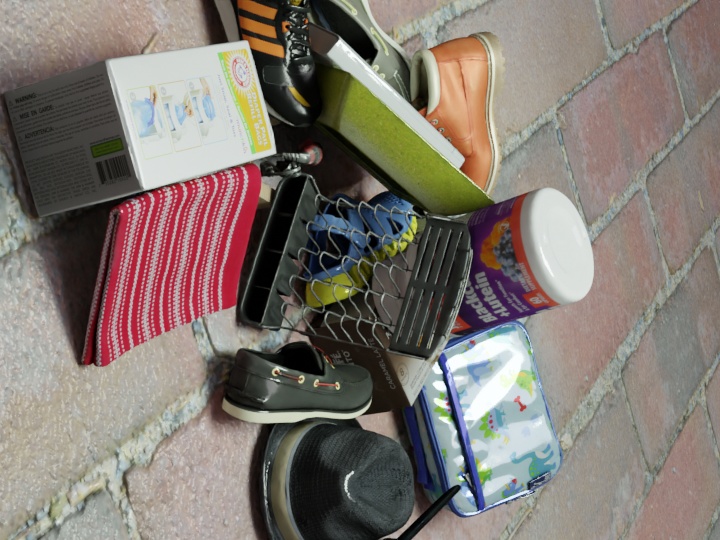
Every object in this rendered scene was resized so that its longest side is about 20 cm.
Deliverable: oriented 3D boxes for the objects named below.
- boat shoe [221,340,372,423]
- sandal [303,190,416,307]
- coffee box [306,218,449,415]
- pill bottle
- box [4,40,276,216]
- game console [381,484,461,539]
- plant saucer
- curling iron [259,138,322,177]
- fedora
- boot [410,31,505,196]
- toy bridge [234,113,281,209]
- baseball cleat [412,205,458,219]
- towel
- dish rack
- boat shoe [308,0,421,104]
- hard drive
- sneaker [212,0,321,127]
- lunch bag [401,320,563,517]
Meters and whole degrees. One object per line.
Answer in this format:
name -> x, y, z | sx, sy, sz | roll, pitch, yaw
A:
boat shoe -> -0.048, 0.102, 1.312 | 0.201, 0.073, 0.063 | 4, 104, -54
sandal -> -0.005, -0.043, 1.439 | 0.200, 0.079, 0.087 | -47, 119, -55
coffee box -> 0.035, 0.046, 1.472 | 0.115, 0.079, 0.200 | 64, 34, -21
pill bottle -> 0.113, 0.001, 1.345 | 0.111, 0.199, 0.112 | 28, 53, -44
box -> -0.172, -0.119, 1.137 | 0.200, 0.112, 0.102 | -25, 102, -59
game console -> 0.034, 0.328, 1.359 | 0.200, 0.116, 0.177 | -29, 107, -58
plant saucer -> 0.020, -0.125, 1.399 | 0.199, 0.200, 0.048 | 39, 90, -21
curling iron -> -0.058, -0.114, 1.356 | 0.200, 0.049, 0.026 | -54, 141, -76
fedora -> -0.010, 0.206, 1.340 | 0.200, 0.091, 0.202 | 25, 60, -55
boot -> 0.097, -0.157, 1.539 | 0.107, 0.075, 0.201 | -15, 114, -31
toy bridge -> -0.105, -0.158, 1.346 | 0.067, 0.027, 0.201 | 27, 59, -51
baseball cleat -> 0.079, -0.120, 1.605 | 0.106, 0.069, 0.201 | -34, 110, -58
towel -> -0.152, -0.008, 1.164 | 0.200, 0.022, 0.145 | -26, 135, -58
dish rack -> 0.000, 0.000, 1.298 | 0.055, 0.199, 0.154 | 40, 63, -63
boat shoe -> -0.001, -0.234, 1.502 | 0.202, 0.072, 0.060 | 56, 37, -29
hard drive -> 0.009, -0.181, 1.428 | 0.200, 0.132, 0.027 | 39, 89, -34
sneaker -> -0.077, -0.235, 1.311 | 0.070, 0.090, 0.201 | -25, 91, -48
lunch bag -> 0.128, 0.163, 1.548 | 0.160, 0.082, 0.201 | -17, 98, -23
